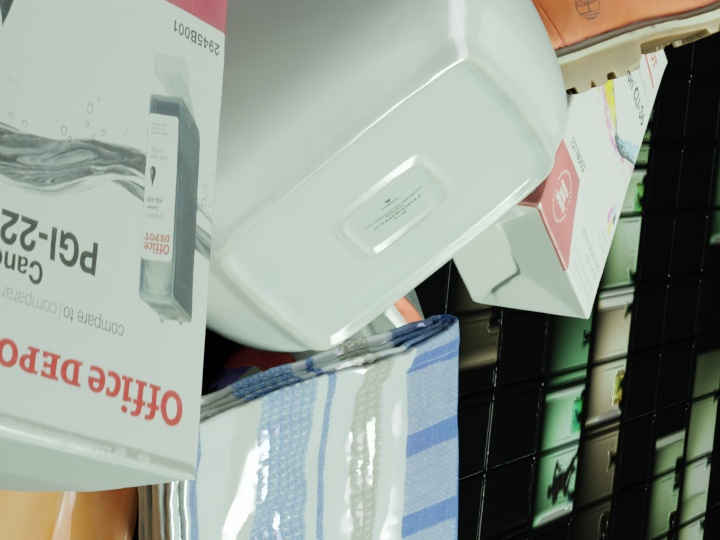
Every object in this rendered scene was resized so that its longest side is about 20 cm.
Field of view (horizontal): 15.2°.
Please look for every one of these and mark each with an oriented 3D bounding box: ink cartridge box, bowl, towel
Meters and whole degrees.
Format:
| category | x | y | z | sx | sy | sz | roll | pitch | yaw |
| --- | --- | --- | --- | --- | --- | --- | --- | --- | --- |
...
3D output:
| category | x | y | z | sx | sy | sz | roll | pitch | yaw |
| --- | --- | --- | --- | --- | --- | --- | --- | --- | --- |
| ink cartridge box | -0.116 | -0.037 | 0.861 | 0.146 | 0.085 | 0.200 | 22 | 70 | -58 |
| bowl | -0.007 | -0.048 | 1.069 | 0.200 | 0.075 | 0.200 | -38 | 153 | 3 |
| ink cartridge box | 0.101 | -0.092 | 1.362 | 0.116 | 0.067 | 0.200 | 61 | 42 | -56 |
| towel | -0.020 | 0.106 | 1.130 | 0.200 | 0.024 | 0.147 | -19 | 114 | -49 |

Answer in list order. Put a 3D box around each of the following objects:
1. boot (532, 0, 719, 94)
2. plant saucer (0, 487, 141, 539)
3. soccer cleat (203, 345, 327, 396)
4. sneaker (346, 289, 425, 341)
| category | x | y | z | sx | sy | sz | roll | pitch | yaw |
| --- | --- | --- | --- | --- | --- | --- | --- | --- | --- |
| boot | 0.124 | -0.150 | 1.273 | 0.200 | 0.075 | 0.107 | -24 | 94 | -42 |
| plant saucer | -0.136 | 0.077 | 0.976 | 0.200 | 0.037 | 0.200 | 7 | 90 | -69 |
| soccer cleat | -0.035 | 0.088 | 1.230 | 0.073 | 0.068 | 0.200 | -39 | 155 | -15 |
| sneaker | 0.000 | 0.000 | 1.263 | 0.200 | 0.077 | 0.082 | 75 | 24 | -47 |
